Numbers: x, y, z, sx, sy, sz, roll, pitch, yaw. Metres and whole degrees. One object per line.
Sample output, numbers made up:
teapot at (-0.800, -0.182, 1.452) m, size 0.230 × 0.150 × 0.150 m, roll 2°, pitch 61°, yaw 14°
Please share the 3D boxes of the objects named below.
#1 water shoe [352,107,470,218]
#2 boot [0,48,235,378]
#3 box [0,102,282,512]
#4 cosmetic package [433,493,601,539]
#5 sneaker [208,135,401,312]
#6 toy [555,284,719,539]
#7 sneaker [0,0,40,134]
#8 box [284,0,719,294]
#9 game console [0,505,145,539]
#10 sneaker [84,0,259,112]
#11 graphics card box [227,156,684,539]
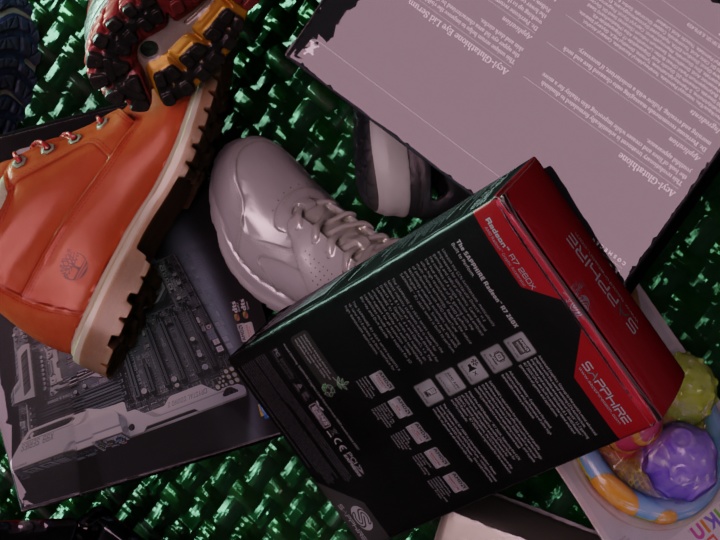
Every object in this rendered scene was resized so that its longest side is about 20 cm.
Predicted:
water shoe at (0.037, -0.129, 0.886) m, size 0.078 × 0.071 × 0.203 m, roll 1°, pitch 89°, yaw -10°
boot at (-0.135, -0.057, 0.856) m, size 0.106 × 0.075 × 0.202 m, roll 24°, pitch 76°, yaw 5°
box at (-0.138, 0.015, 0.906) m, size 0.156 × 0.050 × 0.203 m, roll -15°, pitch 85°, yaw -11°
cosmetic package at (0.070, 0.229, 0.852) m, size 0.102 × 0.087 × 0.202 m, roll 20°, pitch 97°, yaw 18°
sneaker at (0.000, 0.000, 0.864) m, size 0.201 × 0.078 × 0.099 m, roll 51°, pitch 142°, yaw 4°
toy at (0.140, 0.062, 0.818) m, size 0.201 × 0.114 × 0.047 m, roll 54°, pitch 147°, yaw 13°
sneaker at (-0.254, -0.085, 0.964) m, size 0.084 × 0.077 × 0.203 m, roll 17°, pitch 94°, yaw 21°
box at (0.086, -0.100, 0.787) m, size 0.199 × 0.079 × 0.142 m, roll 38°, pitch 96°, yaw 12°
game console at (-0.180, 0.241, 0.889) m, size 0.171 × 0.118 × 0.202 m, roll 33°, pitch 118°, yaw 15°
sneaker at (-0.064, -0.171, 0.812) m, size 0.199 × 0.078 × 0.083 m, roll -36°, pitch 40°, yaw 9°
graphics card box at (0.041, 0.046, 0.777) m, size 0.199 × 0.051 × 0.126 m, roll -32°, pitch 98°, yaw 40°
